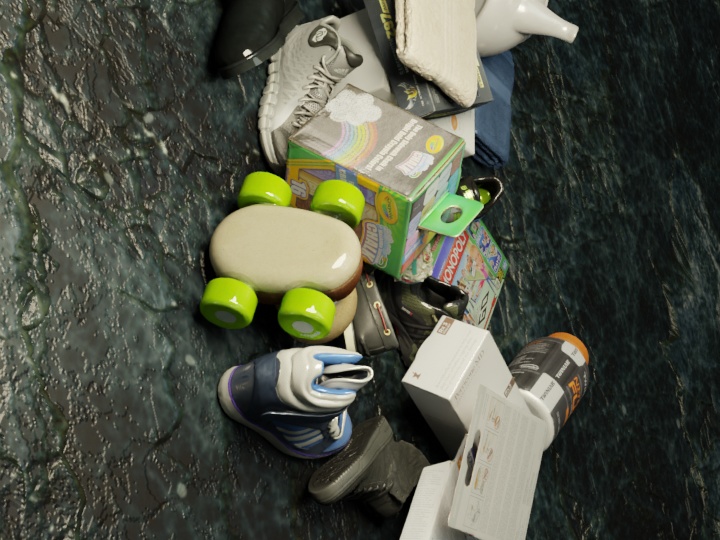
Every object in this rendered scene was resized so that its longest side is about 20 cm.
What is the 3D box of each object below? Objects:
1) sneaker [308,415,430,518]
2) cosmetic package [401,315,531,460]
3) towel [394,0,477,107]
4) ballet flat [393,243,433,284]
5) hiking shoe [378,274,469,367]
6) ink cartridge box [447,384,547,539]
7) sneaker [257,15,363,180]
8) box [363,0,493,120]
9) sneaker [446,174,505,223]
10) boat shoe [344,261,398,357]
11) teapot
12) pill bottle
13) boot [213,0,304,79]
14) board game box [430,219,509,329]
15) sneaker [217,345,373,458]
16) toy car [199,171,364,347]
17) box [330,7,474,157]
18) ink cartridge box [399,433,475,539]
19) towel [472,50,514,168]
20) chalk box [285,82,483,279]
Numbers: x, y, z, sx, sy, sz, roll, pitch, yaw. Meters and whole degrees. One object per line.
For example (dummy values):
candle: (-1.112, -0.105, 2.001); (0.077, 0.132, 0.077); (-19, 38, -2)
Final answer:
sneaker: (0.016, 0.233, 1.442); (0.104, 0.060, 0.200); (64, 29, -11)
cosmetic package: (0.130, 0.153, 1.562); (0.102, 0.074, 0.200); (-57, 145, -20)
towel: (0.085, -0.299, 1.506); (0.132, 0.034, 0.200); (27, 56, -44)
ballet flat: (0.040, -0.073, 1.527); (0.064, 0.076, 0.200); (91, -20, -51)
hiking shoe: (0.092, 0.066, 1.580); (0.200, 0.101, 0.076); (53, 39, -29)
ink cartridge box: (0.143, 0.226, 1.489); (0.200, 0.057, 0.163); (30, 69, -50)
sneaker: (-0.050, -0.202, 1.466); (0.075, 0.115, 0.200); (25, 58, -48)
box: (0.077, -0.283, 1.562); (0.158, 0.051, 0.200); (-21, 93, -55)
sneaker: (0.108, -0.086, 1.656); (0.199, 0.083, 0.071); (-21, 77, -42)
boat shoe: (0.000, 0.001, 1.481); (0.074, 0.063, 0.202); (72, 6, -70)
teapot: (0.187, -0.378, 1.795); (0.146, 0.197, 0.200); (9, 69, -35)
pill bottle: (0.243, 0.157, 1.758); (0.200, 0.106, 0.106); (-42, 112, -53)
boot: (-0.138, -0.315, 1.423); (0.163, 0.073, 0.198); (62, 29, -23)
board game box: (0.132, 0.011, 1.723); (0.135, 0.029, 0.200); (55, 39, -28)
sneaker: (-0.032, 0.135, 1.336); (0.200, 0.146, 0.081); (31, 53, -45)
toy car: (-0.067, 0.024, 1.381); (0.200, 0.158, 0.164); (77, 24, -55)
box: (0.050, -0.225, 1.634); (0.200, 0.097, 0.125); (30, 54, -47)
ink cartridge box: (0.101, 0.325, 1.509); (0.200, 0.041, 0.200); (-63, 145, -44)
towel: (0.175, -0.249, 1.866); (0.112, 0.048, 0.200); (36, 49, -42)
chalk box: (0.032, -0.088, 1.416); (0.124, 0.200, 0.124); (-47, 158, -38)
